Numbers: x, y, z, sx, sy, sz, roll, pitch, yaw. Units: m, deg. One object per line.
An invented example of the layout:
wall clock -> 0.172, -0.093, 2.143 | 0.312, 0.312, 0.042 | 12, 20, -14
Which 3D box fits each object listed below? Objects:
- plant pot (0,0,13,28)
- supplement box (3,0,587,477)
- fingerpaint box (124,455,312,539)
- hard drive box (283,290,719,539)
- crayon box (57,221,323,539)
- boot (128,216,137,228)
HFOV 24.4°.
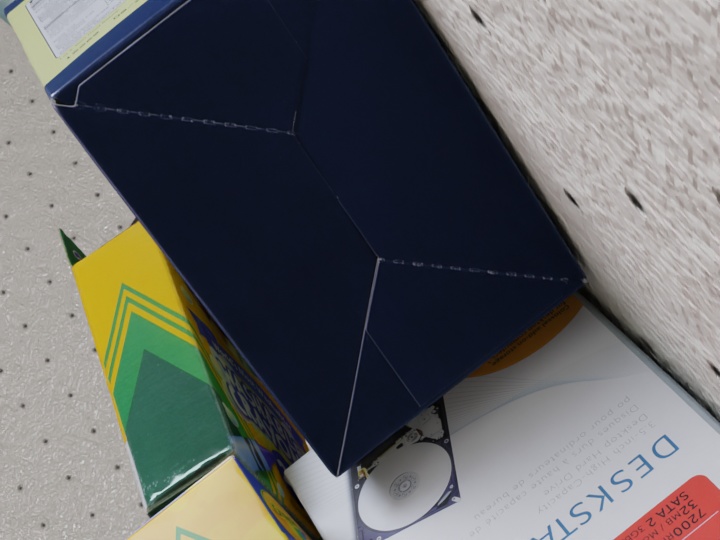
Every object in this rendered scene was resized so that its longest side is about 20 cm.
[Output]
plant pot -> -0.248, -0.277, 1.258 | 0.196, 0.200, 0.200 | 45, 177, 2
supplement box -> -0.037, -0.058, 0.721 | 0.201, 0.134, 0.200 | 55, 177, -25
fingerpaint box -> -0.002, 0.193, 0.680 | 0.167, 0.073, 0.200 | 50, 176, 38
hard drive box -> 0.077, 0.109, 0.675 | 0.077, 0.155, 0.200 | 54, 177, -33
crayon box -> -0.075, 0.062, 0.805 | 0.126, 0.051, 0.201 | 53, -174, -44
boot -> -0.043, -0.006, 1.165 | 0.201, 0.186, 0.064 | 57, 162, -19
